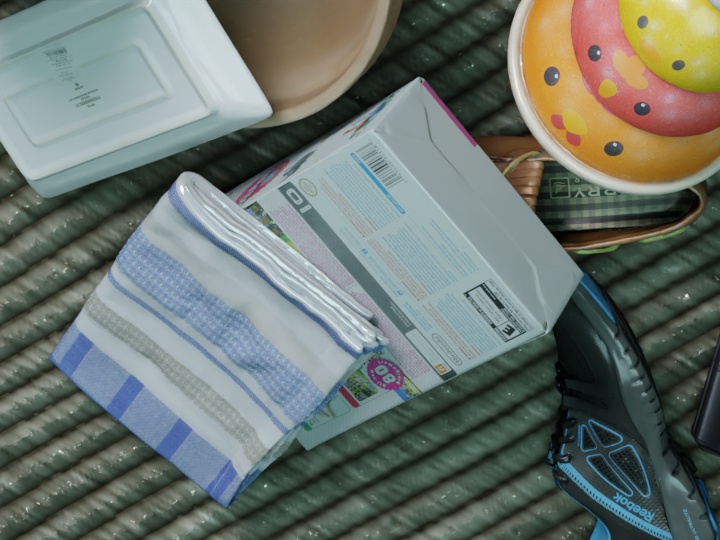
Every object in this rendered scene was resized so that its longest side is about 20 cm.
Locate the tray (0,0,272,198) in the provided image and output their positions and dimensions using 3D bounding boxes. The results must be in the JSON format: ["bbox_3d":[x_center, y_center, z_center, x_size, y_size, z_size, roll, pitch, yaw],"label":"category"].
[{"bbox_3d":[-0.145,-0.100,1.318,0.200,0.022,0.108,-16,112,43],"label":"tray"}]

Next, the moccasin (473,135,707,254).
[{"bbox_3d":[0.095,-0.034,1.364,0.201,0.078,0.074,0,110,2],"label":"moccasin"}]

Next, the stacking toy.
[{"bbox_3d":[0.170,-0.134,1.256,0.146,0.200,0.147,4,73,-13],"label":"stacking toy"}]

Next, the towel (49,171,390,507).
[{"bbox_3d":[-0.086,0.044,1.362,0.147,0.024,0.200,40,135,-2],"label":"towel"}]

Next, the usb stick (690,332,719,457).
[{"bbox_3d":[0.242,0.019,1.404,0.055,0.033,0.201,14,107,3],"label":"usb stick"}]

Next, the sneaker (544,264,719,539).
[{"bbox_3d":[0.140,0.091,1.406,0.082,0.073,0.200,-22,105,9],"label":"sneaker"}]

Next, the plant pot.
[{"bbox_3d":[-0.059,-0.186,1.296,0.200,0.093,0.201,11,120,20],"label":"plant pot"}]

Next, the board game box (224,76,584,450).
[{"bbox_3d":[0.000,0.000,1.336,0.200,0.064,0.148,-28,108,41],"label":"board game box"}]
